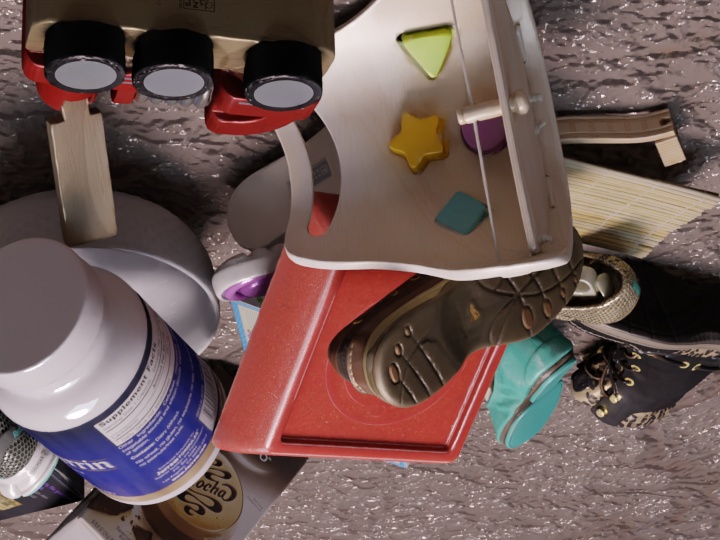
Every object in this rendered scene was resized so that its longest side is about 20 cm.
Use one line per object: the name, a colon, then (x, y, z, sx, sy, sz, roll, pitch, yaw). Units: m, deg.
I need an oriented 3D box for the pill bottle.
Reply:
pill bottle: (-0.175, 0.066, 1.207, 0.115, 0.117, 0.200, -15, 147, 15)

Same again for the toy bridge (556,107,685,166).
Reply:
toy bridge: (0.120, -0.075, 1.275, 0.198, 0.027, 0.067, -15, 148, 14)

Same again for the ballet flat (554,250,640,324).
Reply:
ballet flat: (0.102, -0.001, 1.324, 0.198, 0.068, 0.075, 6, 168, 11)

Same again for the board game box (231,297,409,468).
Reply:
board game box: (-0.023, 0.078, 1.435, 0.133, 0.034, 0.201, 19, 153, 15)

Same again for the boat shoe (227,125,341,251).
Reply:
boat shoe: (0.003, -0.061, 1.243, 0.199, 0.072, 0.068, -32, 159, 28)

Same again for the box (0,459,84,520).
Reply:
box: (-0.325, 0.128, 1.431, 0.198, 0.123, 0.106, -15, 148, 12)

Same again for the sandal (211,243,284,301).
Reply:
sandal: (0.000, 0.002, 1.259, 0.201, 0.050, 0.083, -12, 167, -6)

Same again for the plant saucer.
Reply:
plant saucer: (0.021, 0.052, 1.242, 0.199, 0.037, 0.201, 7, 117, -31)

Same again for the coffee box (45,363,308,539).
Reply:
coffee box: (-0.145, 0.184, 1.461, 0.113, 0.200, 0.080, 45, 135, -5)

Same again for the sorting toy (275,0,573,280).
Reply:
sorting toy: (0.028, -0.081, 1.130, 0.178, 0.202, 0.107, -12, 173, 13)

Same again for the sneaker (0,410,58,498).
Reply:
sneaker: (-0.306, 0.087, 1.326, 0.199, 0.078, 0.091, 23, 166, 29)

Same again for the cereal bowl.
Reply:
cereal bowl: (-0.197, 0.004, 1.290, 0.198, 0.084, 0.201, -4, 149, -3)

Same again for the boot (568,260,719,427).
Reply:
boot: (0.217, 0.063, 1.481, 0.199, 0.074, 0.151, 5, 147, -30)

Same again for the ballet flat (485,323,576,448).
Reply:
ballet flat: (0.130, 0.083, 1.494, 0.067, 0.071, 0.200, -36, 164, -16)

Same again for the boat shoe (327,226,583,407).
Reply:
boat shoe: (0.062, 0.018, 1.174, 0.199, 0.073, 0.067, -30, -153, -34)

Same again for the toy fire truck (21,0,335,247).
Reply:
toy fire truck: (-0.120, -0.105, 1.106, 0.174, 0.130, 0.200, 3, 159, -17)

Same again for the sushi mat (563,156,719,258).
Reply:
sushi mat: (0.146, -0.048, 1.283, 0.199, 0.012, 0.096, 11, 147, -28)
